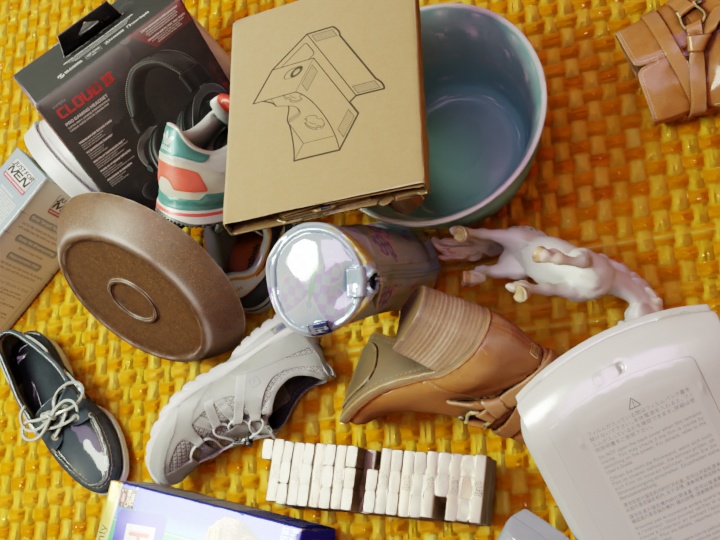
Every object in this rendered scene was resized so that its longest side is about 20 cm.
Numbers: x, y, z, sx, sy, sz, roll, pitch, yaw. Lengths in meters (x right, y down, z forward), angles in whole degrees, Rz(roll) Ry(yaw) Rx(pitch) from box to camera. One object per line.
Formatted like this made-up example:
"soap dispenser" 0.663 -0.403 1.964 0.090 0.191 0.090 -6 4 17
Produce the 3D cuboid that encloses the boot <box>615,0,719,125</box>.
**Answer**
"boot" 0.288 -0.229 0.837 0.153 0.074 0.203 -21 64 20

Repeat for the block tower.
"block tower" 0.014 0.178 0.832 0.197 0.054 0.059 1 74 23

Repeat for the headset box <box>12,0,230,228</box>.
"headset box" -0.189 -0.140 0.865 0.148 0.201 0.077 -38 44 -10

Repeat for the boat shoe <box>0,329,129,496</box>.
"boat shoe" -0.294 0.134 0.969 0.075 0.062 0.201 -39 64 5

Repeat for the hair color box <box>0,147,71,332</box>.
"hair color box" -0.370 -0.016 1.026 0.061 0.099 0.201 41 92 28

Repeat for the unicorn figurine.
"unicorn figurine" 0.159 0.004 0.797 0.200 0.136 0.075 45 121 41

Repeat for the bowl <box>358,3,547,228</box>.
"bowl" 0.074 -0.118 0.871 0.198 0.105 0.204 -6 72 20

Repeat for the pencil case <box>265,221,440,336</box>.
"pencil case" 0.000 0.000 0.810 0.090 0.200 0.084 -14 88 20

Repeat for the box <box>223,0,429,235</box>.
"box" -0.029 -0.132 0.768 0.161 0.021 0.203 -11 61 18

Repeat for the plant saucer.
"plant saucer" -0.197 0.018 0.893 0.198 0.202 0.035 13 51 25

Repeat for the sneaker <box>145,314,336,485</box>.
"sneaker" -0.109 0.127 0.886 0.200 0.075 0.082 -44 61 4

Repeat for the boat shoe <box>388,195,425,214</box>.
"boat shoe" 0.001 -0.135 0.808 0.071 0.076 0.201 -35 65 7

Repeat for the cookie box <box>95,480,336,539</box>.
"cookie box" -0.138 0.284 0.850 0.197 0.075 0.174 6 77 25

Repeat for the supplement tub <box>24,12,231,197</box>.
"supplement tub" -0.219 -0.162 0.986 0.200 0.140 0.141 -44 63 5

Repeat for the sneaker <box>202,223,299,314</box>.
"sneaker" -0.096 -0.066 0.941 0.077 0.079 0.203 1 73 23

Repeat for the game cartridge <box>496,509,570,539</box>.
"game cartridge" 0.162 0.275 0.707 0.200 0.040 0.134 44 135 28

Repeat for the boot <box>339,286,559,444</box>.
"boot" 0.076 0.102 0.804 0.153 0.200 0.074 27 56 -10

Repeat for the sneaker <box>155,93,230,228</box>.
"sneaker" -0.088 -0.106 0.851 0.070 0.198 0.095 29 128 39

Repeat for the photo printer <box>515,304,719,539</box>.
"photo printer" 0.213 0.132 0.702 0.165 0.070 0.202 -28 101 12
